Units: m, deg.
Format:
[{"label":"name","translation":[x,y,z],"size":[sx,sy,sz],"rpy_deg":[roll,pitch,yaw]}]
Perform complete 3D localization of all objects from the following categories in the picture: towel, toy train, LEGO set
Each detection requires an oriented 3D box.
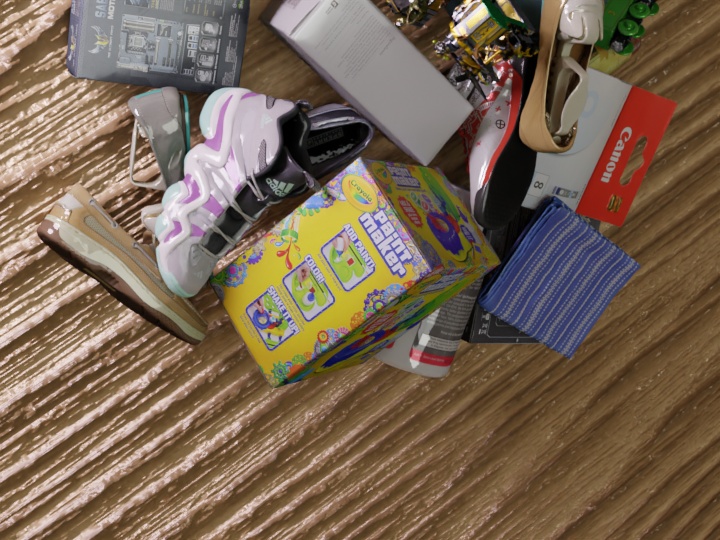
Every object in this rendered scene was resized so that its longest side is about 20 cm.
[{"label":"towel","translation":[0.228,0.014,1.209],"size":[0.199,0.024,0.145],"rpy_deg":[29,100,-42]},{"label":"toy train","translation":[0.310,-0.312,1.178],"size":[0.201,0.056,0.042],"rpy_deg":[-55,160,-28]},{"label":"LEGO set","translation":[0.067,-0.253,1.018],"size":[0.116,0.154,0.201],"rpy_deg":[-38,84,26]}]

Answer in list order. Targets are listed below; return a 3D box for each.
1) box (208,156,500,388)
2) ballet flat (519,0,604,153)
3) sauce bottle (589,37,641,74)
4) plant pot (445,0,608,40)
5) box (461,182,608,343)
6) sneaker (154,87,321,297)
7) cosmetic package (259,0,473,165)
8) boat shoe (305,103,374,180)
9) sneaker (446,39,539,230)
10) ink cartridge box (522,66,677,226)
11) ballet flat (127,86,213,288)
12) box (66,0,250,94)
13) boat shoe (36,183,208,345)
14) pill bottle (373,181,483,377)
[{"label":"box","translation":[0.000,0.000,1.019],"size":[0.192,0.123,0.200],"rpy_deg":[-38,167,22]},{"label":"ballet flat","translation":[0.205,-0.209,1.031],"size":[0.068,0.063,0.202],"rpy_deg":[-2,112,-28]},{"label":"sauce bottle","translation":[0.222,-0.213,1.189],"size":[0.200,0.066,0.066],"rpy_deg":[-40,120,-13]},{"label":"plant pot","translation":[0.192,-0.324,1.097],"size":[0.198,0.135,0.202],"rpy_deg":[-8,110,-24]},{"label":"box","translation":[0.197,-0.015,1.252],"size":[0.157,0.048,0.202],"rpy_deg":[1,106,-29]},{"label":"sneaker","translation":[-0.096,-0.067,0.942],"size":[0.078,0.139,0.202],"rpy_deg":[30,72,-57]},{"label":"cosmetic package","translation":[0.007,-0.204,1.053],"size":[0.081,0.113,0.200],"rpy_deg":[-48,119,2]},{"label":"boat shoe","translation":[-0.078,-0.107,1.067],"size":[0.199,0.068,0.072],"rpy_deg":[-24,116,-15]},{"label":"sneaker","translation":[0.128,-0.143,1.118],"size":[0.067,0.107,0.203],"rpy_deg":[20,82,-44]},{"label":"ink cartridge box","translation":[0.258,-0.133,1.178],"size":[0.198,0.047,0.161],"rpy_deg":[13,107,-28]},{"label":"ballet flat","translation":[-0.183,-0.073,1.009],"size":[0.063,0.067,0.202],"rpy_deg":[-11,116,-13]},{"label":"box","translation":[-0.178,-0.268,0.974],"size":[0.156,0.051,0.202],"rpy_deg":[1,107,-28]},{"label":"boat shoe","translation":[-0.213,-0.006,1.038],"size":[0.200,0.071,0.076],"rpy_deg":[44,69,-32]},{"label":"pill bottle","translation":[0.077,0.005,1.161],"size":[0.110,0.111,0.202],"rpy_deg":[15,100,-30]}]
